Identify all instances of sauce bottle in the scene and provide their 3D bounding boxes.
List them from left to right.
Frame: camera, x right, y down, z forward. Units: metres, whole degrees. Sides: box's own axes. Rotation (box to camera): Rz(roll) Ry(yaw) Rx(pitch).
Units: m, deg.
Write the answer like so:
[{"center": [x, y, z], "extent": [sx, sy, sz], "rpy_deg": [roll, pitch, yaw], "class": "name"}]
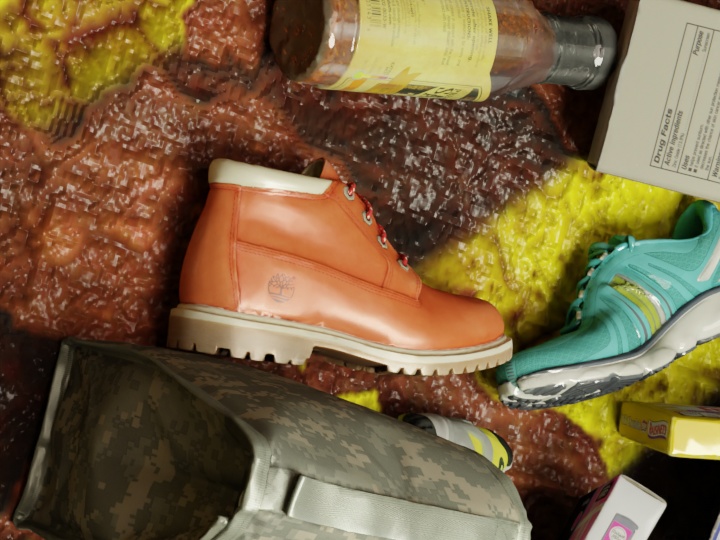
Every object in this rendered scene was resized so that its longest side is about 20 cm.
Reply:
[{"center": [0.049, -0.120, 1.090], "extent": [0.198, 0.066, 0.067], "rpy_deg": [3, 93, -33], "class": "sauce bottle"}]

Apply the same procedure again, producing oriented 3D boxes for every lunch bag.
[{"center": [-0.040, 0.108, 0.969], "extent": [0.163, 0.199, 0.119], "rpy_deg": [18, 84, -35], "class": "lunch bag"}]

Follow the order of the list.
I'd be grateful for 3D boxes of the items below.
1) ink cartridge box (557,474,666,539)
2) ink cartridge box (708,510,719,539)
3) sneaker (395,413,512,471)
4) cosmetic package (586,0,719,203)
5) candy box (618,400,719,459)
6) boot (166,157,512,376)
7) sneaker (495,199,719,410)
[{"center": [0.097, 0.209, 1.136], "extent": [0.037, 0.095, 0.201], "rpy_deg": [30, 74, 0], "class": "ink cartridge box"}, {"center": [0.240, 0.202, 1.227], "extent": [0.198, 0.043, 0.198], "rpy_deg": [4, 116, -35], "class": "ink cartridge box"}, {"center": [0.049, 0.178, 1.114], "extent": [0.076, 0.075, 0.202], "rpy_deg": [2, 95, -34], "class": "sneaker"}, {"center": [0.233, -0.081, 1.152], "extent": [0.198, 0.071, 0.106], "rpy_deg": [16, 95, 0], "class": "cosmetic package"}, {"center": [0.256, 0.095, 1.186], "extent": [0.198, 0.102, 0.027], "rpy_deg": [4, 88, -9], "class": "candy box"}, {"center": [0.000, 0.000, 1.066], "extent": [0.198, 0.075, 0.108], "rpy_deg": [10, 84, -34], "class": "boot"}, {"center": [0.146, 0.022, 1.181], "extent": [0.199, 0.077, 0.080], "rpy_deg": [-27, 90, -35], "class": "sneaker"}]
